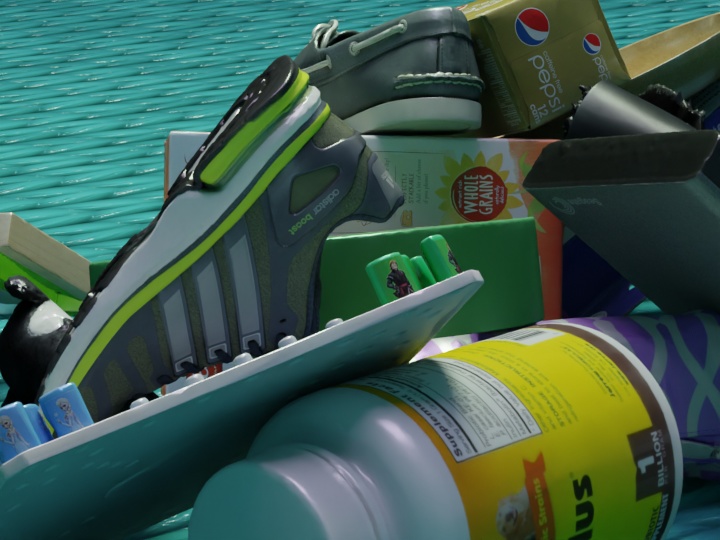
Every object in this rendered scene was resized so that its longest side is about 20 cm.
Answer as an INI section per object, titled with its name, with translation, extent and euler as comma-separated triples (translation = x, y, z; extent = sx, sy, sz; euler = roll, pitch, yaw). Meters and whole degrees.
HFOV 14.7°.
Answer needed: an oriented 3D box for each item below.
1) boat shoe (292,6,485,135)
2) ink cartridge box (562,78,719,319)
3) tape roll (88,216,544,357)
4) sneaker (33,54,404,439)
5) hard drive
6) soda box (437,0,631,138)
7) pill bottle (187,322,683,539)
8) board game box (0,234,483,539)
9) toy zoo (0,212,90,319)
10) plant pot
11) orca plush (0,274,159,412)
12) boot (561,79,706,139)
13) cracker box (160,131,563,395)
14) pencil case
[boat shoe]
translation = 0.001, -0.098, 1.437
extent = 0.072, 0.062, 0.200
euler = 1, -1, -28
[ink cartridge box]
translation = 0.142, -0.035, 1.537
extent = 0.196, 0.043, 0.200
euler = -42, 12, 3
[tape roll]
translation = -0.019, 0.009, 1.237
extent = 0.199, 0.049, 0.200
euler = -5, 1, 0
[sneaker]
translation = -0.061, 0.015, 1.109
extent = 0.081, 0.200, 0.074
euler = 37, 19, -7
[hard drive]
translation = 0.183, 0.008, 1.282
extent = 0.200, 0.033, 0.139
euler = 40, -18, -23
[soda box]
translation = 0.061, -0.106, 1.473
extent = 0.067, 0.064, 0.200
euler = -26, 8, -21
[pill bottle]
translation = 0.029, 0.089, 1.074
extent = 0.109, 0.110, 0.199
euler = 10, 16, 40
[board game box]
translation = -0.071, 0.062, 1.066
extent = 0.199, 0.026, 0.200
euler = -22, -14, -27
[toy zoo]
translation = -0.248, 0.000, 1.548
extent = 0.199, 0.021, 0.131
euler = -2, -18, 23
[plant pot]
translation = 0.122, -0.089, 1.518
extent = 0.199, 0.028, 0.200
euler = -25, 8, 3
[orca plush]
translation = -0.142, 0.069, 1.357
extent = 0.071, 0.105, 0.200
euler = -48, 36, -5
[boot]
translation = 0.197, -0.017, 1.385
extent = 0.168, 0.077, 0.200
euler = 25, -10, 34
[cracker box]
translation = 0.000, 0.000, 1.395
extent = 0.198, 0.135, 0.058
euler = 1, 0, -6
[pencil case]
translation = 0.082, 0.067, 1.259
extent = 0.198, 0.084, 0.086
euler = -5, 47, -16
